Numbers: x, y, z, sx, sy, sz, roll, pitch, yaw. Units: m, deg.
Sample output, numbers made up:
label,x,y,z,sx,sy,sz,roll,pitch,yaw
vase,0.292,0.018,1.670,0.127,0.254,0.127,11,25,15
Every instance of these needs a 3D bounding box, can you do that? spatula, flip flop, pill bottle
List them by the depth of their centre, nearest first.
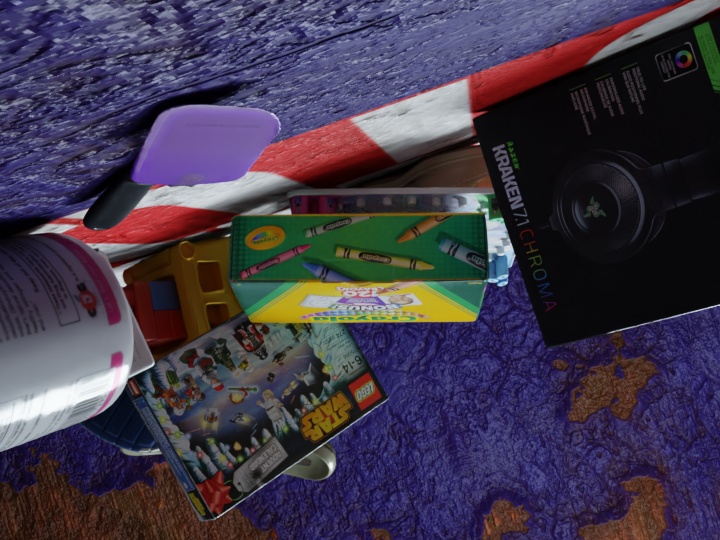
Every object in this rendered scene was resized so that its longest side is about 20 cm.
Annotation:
label,x,y,z,sx,sy,sz,roll,pitch,yaw
spatula,-0.097,-0.042,0.504,0.056,0.021,0.200,-3,174,-29
pill bottle,-0.226,0.048,0.554,0.113,0.114,0.200,-19,179,34
flip flop,-0.122,0.171,0.970,0.199,0.058,0.081,12,146,-6

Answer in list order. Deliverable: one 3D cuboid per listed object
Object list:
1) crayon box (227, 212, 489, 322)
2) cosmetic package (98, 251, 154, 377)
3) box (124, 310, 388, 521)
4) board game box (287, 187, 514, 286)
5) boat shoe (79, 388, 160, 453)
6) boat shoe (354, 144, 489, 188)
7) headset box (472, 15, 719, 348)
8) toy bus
label,x,y,z,sx,sy,sz,roll,pitch,yaw
crayon box,0.000,0.000,0.868,0.199,0.059,0.119,-1,162,2
cosmetic package,-0.270,0.072,0.818,0.199,0.102,0.074,-25,-178,-18
box,-0.087,0.105,0.928,0.200,0.137,0.040,-31,-177,-31
board game box,0.043,-0.024,0.933,0.199,0.026,0.200,0,163,1
boat shoe,-0.244,0.089,0.931,0.072,0.200,0.072,-54,-178,-14
boat shoe,0.065,-0.067,0.966,0.199,0.065,0.072,-19,179,31
headset box,0.204,-0.058,0.723,0.199,0.175,0.093,-18,180,35
toy bus,-0.149,0.067,0.996,0.135,0.201,0.192,-20,170,41
